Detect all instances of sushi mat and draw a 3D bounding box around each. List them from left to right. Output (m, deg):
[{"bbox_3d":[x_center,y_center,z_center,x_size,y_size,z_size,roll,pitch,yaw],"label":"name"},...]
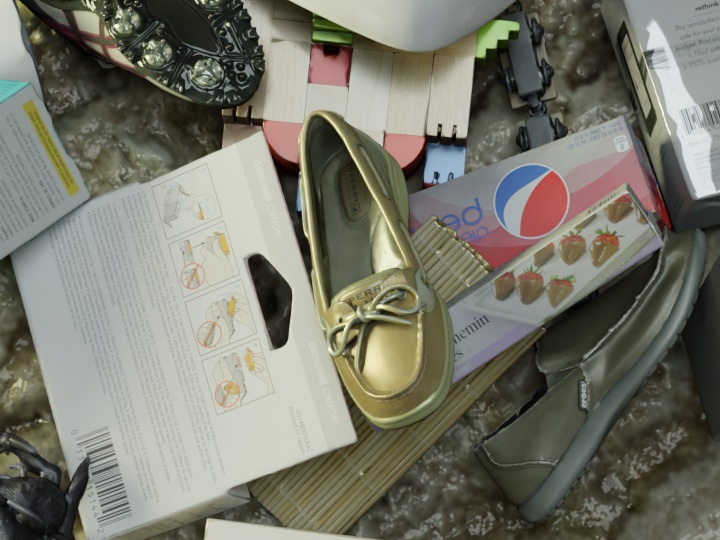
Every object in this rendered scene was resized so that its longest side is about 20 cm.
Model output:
[{"bbox_3d":[0.010,0.069,1.615,0.096,0.012,0.200,44,101,1],"label":"sushi mat"}]

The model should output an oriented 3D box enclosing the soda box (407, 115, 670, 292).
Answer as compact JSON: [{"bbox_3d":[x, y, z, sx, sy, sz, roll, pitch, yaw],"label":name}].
[{"bbox_3d":[0.079,-0.024,1.641,0.200,0.070,0.064,-21,77,10],"label":"soda box"}]

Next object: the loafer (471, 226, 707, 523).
[{"bbox_3d":[0.135,0.053,1.624,0.070,0.075,0.200,34,91,3],"label":"loafer"}]

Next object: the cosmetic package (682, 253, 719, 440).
[{"bbox_3d":[0.258,0.029,1.599,0.107,0.200,0.090,-12,71,-5],"label":"cosmetic package"}]

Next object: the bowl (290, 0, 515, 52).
[{"bbox_3d":[0.012,-0.229,1.674,0.200,0.075,0.200,30,39,15],"label":"bowl"}]

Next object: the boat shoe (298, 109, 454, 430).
[{"bbox_3d":[0.002,-0.002,1.559,0.073,0.063,0.201,-23,52,19],"label":"boat shoe"}]

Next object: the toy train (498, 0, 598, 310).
[{"bbox_3d":[0.116,-0.071,1.703,0.034,0.046,0.200,-14,75,12],"label":"toy train"}]

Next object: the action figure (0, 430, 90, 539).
[{"bbox_3d":[-0.234,0.133,1.587,0.200,0.102,0.119,32,66,-3],"label":"action figure"}]

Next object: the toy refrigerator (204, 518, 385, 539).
[{"bbox_3d":[0.005,0.193,1.593,0.200,0.070,0.076,7,85,-3],"label":"toy refrigerator"}]

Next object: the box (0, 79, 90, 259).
[{"bbox_3d":[-0.260,-0.025,1.599,0.200,0.049,0.082,-36,113,-24],"label":"box"}]

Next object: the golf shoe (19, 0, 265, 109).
[{"bbox_3d":[-0.136,-0.155,1.676,0.200,0.088,0.077,35,71,19],"label":"golf shoe"}]

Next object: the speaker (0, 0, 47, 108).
[{"bbox_3d":[-0.297,-0.105,1.669,0.200,0.081,0.081,-18,74,-9],"label":"speaker"}]

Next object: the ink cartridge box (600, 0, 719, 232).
[{"bbox_3d":[0.222,-0.136,1.693,0.116,0.068,0.200,-14,74,-8],"label":"ink cartridge box"}]

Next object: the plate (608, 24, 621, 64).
[{"bbox_3d":[0.254,-0.161,1.752,0.200,0.026,0.201,1,72,-4],"label":"plate"}]

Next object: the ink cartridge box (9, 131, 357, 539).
[{"bbox_3d":[-0.102,0.042,1.621,0.176,0.045,0.200,-21,73,13],"label":"ink cartridge box"}]

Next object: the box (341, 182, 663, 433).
[{"bbox_3d":[0.081,0.021,1.573,0.200,0.041,0.039,-34,93,9],"label":"box"}]

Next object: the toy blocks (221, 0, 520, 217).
[{"bbox_3d":[-0.008,-0.090,1.683,0.200,0.100,0.137,5,82,2],"label":"toy blocks"}]
